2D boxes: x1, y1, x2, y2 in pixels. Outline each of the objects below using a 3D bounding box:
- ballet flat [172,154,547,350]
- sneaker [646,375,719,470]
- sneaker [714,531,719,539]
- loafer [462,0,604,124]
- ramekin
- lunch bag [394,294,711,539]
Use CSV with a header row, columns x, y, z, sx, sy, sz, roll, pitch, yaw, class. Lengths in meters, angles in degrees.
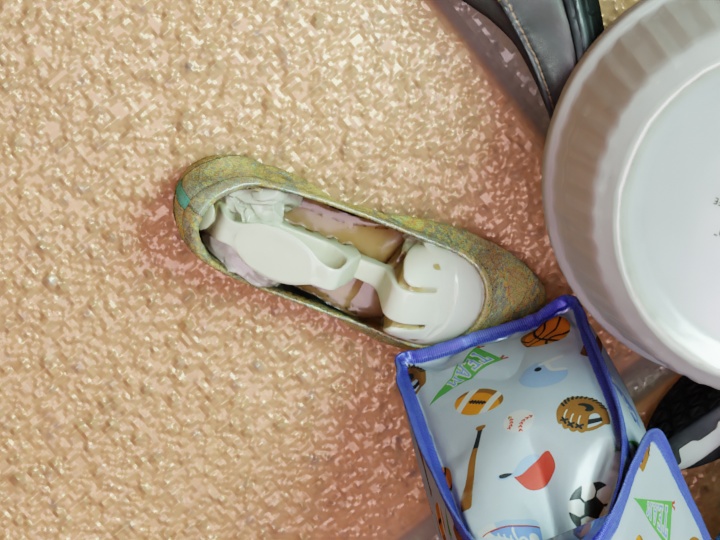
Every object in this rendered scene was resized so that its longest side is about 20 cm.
x,y,z,sx,sy,sz,roll,pitch,yaw,class
0.000,0.000,1.202,0.199,0.071,0.071,21,103,-8,ballet flat
0.241,0.060,1.225,0.199,0.072,0.083,-32,105,6,sneaker
0.217,0.143,1.218,0.082,0.071,0.200,-4,133,-13,sneaker
0.070,-0.149,1.167,0.072,0.073,0.201,-16,96,11,loafer
0.186,-0.036,1.107,0.201,0.094,0.203,-1,105,-2,ramekin
0.105,0.138,1.156,0.123,0.200,0.171,-22,121,5,lunch bag
